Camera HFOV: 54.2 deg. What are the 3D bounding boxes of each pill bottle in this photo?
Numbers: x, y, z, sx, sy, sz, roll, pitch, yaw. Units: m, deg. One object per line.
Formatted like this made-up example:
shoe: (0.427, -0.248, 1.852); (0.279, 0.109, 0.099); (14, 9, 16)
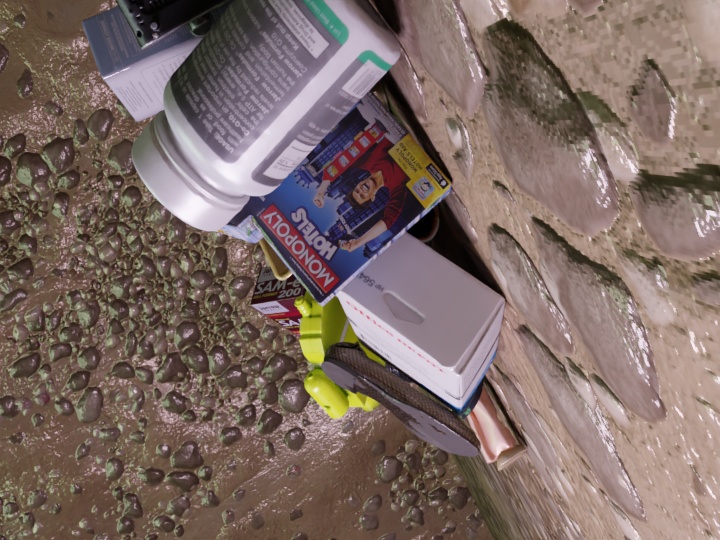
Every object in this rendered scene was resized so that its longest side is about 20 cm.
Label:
pill bottle: (-0.074, -0.131, 0.521); (0.113, 0.199, 0.114); (42, -160, -19)

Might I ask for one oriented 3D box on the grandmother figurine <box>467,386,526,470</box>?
grandmother figurine: (0.147, 0.163, 0.942); (0.203, 0.059, 0.122); (59, 169, 23)

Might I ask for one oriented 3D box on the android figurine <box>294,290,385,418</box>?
android figurine: (-0.020, 0.080, 0.863); (0.201, 0.040, 0.186); (55, -139, -41)

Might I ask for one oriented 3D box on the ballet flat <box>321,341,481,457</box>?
ballet flat: (0.047, 0.136, 0.767); (0.196, 0.047, 0.068); (29, 147, 12)

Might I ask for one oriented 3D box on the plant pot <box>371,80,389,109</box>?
plant pot: (-0.024, -0.224, 0.728); (0.204, 0.027, 0.200); (62, 178, 4)

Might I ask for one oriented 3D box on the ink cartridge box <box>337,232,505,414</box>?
ink cartridge box: (0.062, 0.053, 0.702); (0.144, 0.085, 0.201); (34, 167, 18)

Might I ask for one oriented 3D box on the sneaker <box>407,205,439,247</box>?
sneaker: (0.045, -0.039, 0.721); (0.202, 0.071, 0.086); (69, 175, -56)

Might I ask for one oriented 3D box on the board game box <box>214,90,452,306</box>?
board game box: (-0.055, -0.075, 0.620); (0.201, 0.199, 0.062); (50, 179, 13)

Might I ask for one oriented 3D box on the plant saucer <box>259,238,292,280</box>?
plant saucer: (-0.058, -0.122, 0.867); (0.048, 0.198, 0.203); (17, -140, -61)

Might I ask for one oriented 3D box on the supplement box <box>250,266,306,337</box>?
supplement box: (-0.044, 0.061, 0.972); (0.199, 0.107, 0.062); (38, -124, -38)

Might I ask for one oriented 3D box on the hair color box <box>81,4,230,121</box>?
hair color box: (-0.146, -0.223, 0.664); (0.099, 0.195, 0.062); (92, 154, -80)

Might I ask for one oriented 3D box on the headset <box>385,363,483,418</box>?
headset: (0.092, 0.103, 0.917); (0.094, 0.121, 0.205); (32, -142, -58)

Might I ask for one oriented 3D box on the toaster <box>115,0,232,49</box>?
toaster: (-0.136, -0.296, 0.538); (0.204, 0.178, 0.119); (62, 178, -17)
